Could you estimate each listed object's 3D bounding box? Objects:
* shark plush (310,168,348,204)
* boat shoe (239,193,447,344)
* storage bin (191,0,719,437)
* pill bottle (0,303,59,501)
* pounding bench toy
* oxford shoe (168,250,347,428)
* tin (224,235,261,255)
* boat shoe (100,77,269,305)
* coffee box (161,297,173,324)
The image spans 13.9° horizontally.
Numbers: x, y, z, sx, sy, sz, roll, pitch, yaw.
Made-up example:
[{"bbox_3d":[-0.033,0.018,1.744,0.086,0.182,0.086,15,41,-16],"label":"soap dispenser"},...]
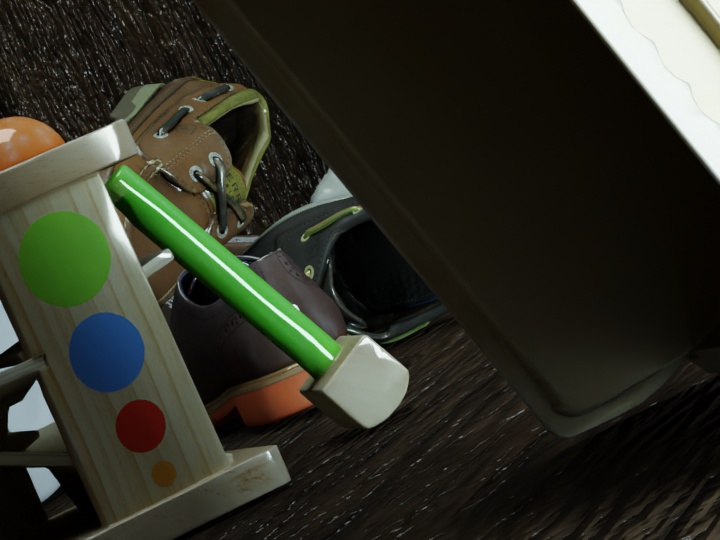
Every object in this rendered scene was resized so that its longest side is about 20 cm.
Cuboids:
[{"bbox_3d":[0.064,-0.041,1.509,0.199,0.084,0.091,0,-20,-30],"label":"shark plush"},{"bbox_3d":[0.000,0.000,1.364,0.201,0.072,0.061,-27,8,27],"label":"boat shoe"},{"bbox_3d":[0.066,-0.052,0.747,0.094,0.199,0.200,-43,9,-18],"label":"storage bin"},{"bbox_3d":[-0.235,0.079,1.389,0.199,0.113,0.112,-18,6,38],"label":"pill bottle"},{"bbox_3d":[-0.097,0.017,1.068,0.199,0.157,0.124,-25,3,-21],"label":"pounding bench toy"},{"bbox_3d":[-0.053,0.027,1.304,0.071,0.073,0.200,-25,4,-23],"label":"oxford shoe"},{"bbox_3d":[-0.028,-0.002,1.585,0.111,0.042,0.200,-7,3,-5],"label":"tin"},{"bbox_3d":[-0.088,-0.040,1.390,0.068,0.072,0.200,-8,30,12],"label":"boat shoe"},{"bbox_3d":[-0.176,-0.003,1.462,0.080,0.200,0.114,-55,-2,12],"label":"coffee box"}]
